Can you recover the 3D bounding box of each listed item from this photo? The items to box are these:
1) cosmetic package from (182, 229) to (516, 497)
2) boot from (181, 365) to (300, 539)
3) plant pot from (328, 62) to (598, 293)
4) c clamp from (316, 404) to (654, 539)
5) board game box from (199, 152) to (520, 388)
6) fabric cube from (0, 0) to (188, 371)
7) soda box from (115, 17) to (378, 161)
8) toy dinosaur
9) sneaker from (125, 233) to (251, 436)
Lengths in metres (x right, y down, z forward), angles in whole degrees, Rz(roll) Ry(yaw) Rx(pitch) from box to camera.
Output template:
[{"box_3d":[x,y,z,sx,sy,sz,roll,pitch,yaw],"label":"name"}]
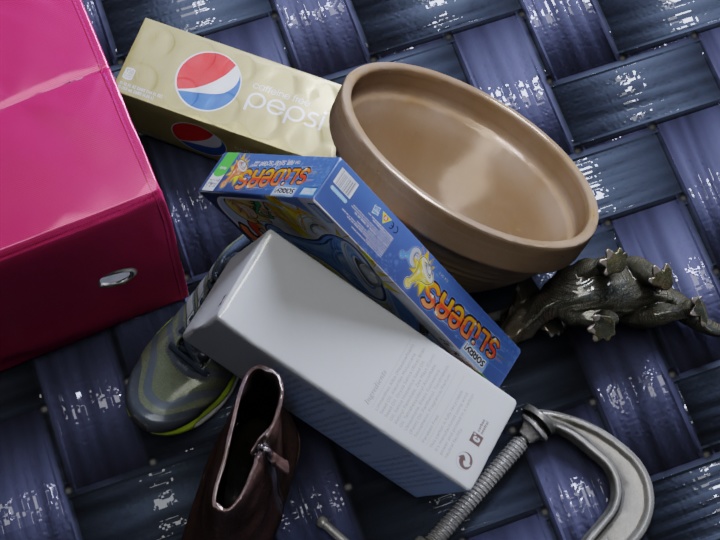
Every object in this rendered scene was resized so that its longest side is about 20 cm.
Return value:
[{"box_3d":[-0.009,0.065,1.043,0.199,0.101,0.072,35,71,-11],"label":"cosmetic package"},{"box_3d":[-0.091,0.172,1.017,0.072,0.167,0.201,16,69,6],"label":"boot"},{"box_3d":[0.057,-0.049,1.098,0.200,0.093,0.201,23,30,-14],"label":"plant pot"},{"box_3d":[0.098,0.169,1.096,0.200,0.027,0.171,-40,74,-14],"label":"c clamp"},{"box_3d":[0.000,0.000,1.050,0.200,0.135,0.035,45,69,-30],"label":"board game box"},{"box_3d":[-0.250,-0.059,1.089,0.198,0.196,0.201,-22,71,-10],"label":"fabric cube"},{"box_3d":[-0.080,-0.116,1.185,0.199,0.064,0.068,20,69,7],"label":"soda box"},{"box_3d":[0.183,0.016,1.127,0.198,0.102,0.078,-7,97,-18],"label":"toy dinosaur"},{"box_3d":[-0.098,0.028,1.119,0.074,0.081,0.200,33,72,12],"label":"sneaker"}]
